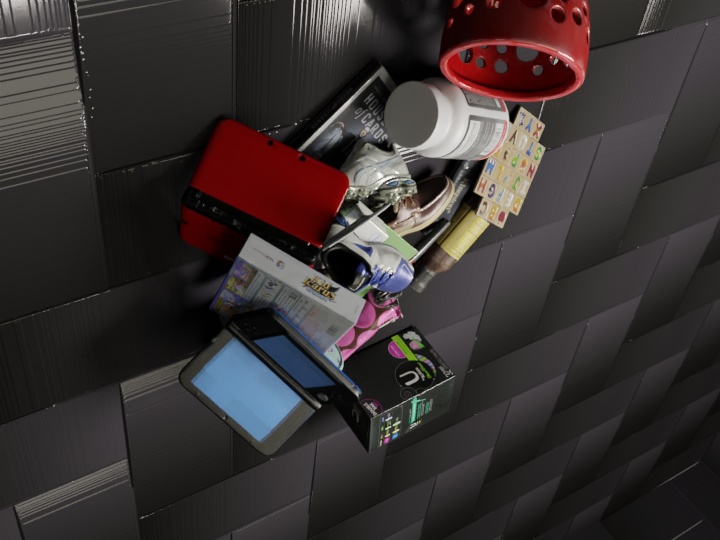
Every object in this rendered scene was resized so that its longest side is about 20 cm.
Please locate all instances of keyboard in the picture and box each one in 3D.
[{"bbox_3d":[-0.003,-0.064,1.230,0.056,0.011,0.200,-25,-174,20],"label":"keyboard"}]

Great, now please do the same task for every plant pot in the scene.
[{"bbox_3d":[0.214,-0.350,1.181,0.200,0.199,0.185,17,79,-49],"label":"plant pot"}]

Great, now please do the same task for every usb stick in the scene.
[{"bbox_3d":[0.166,-0.146,1.514,0.055,0.033,0.201,2,126,-44],"label":"usb stick"}]

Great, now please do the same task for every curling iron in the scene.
[{"bbox_3d":[0.090,-0.012,1.507,0.200,0.049,0.026,-51,-178,-15],"label":"curling iron"}]

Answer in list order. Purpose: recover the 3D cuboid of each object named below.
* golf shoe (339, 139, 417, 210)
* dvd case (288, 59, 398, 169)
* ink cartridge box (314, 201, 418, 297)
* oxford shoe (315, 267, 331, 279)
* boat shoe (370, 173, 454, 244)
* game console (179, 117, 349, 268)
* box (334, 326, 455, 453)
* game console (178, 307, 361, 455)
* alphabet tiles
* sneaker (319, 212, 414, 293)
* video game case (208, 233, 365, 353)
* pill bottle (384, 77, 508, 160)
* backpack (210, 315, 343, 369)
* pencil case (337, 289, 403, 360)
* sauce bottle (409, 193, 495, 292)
[{"bbox_3d":[-0.009,-0.143,1.282,0.199,0.098,0.078,-8,170,-45],"label":"golf shoe"},{"bbox_3d":[-0.013,-0.199,1.305,0.200,0.025,0.150,-43,145,4],"label":"dvd case"},{"bbox_3d":[-0.012,-0.025,1.404,0.145,0.048,0.200,-38,128,17],"label":"ink cartridge box"},{"bbox_3d":[-0.070,0.019,1.346,0.200,0.070,0.075,43,69,-54],"label":"oxford shoe"},{"bbox_3d":[0.065,-0.103,1.439,0.199,0.072,0.072,-32,144,-1],"label":"boat shoe"},{"bbox_3d":[-0.137,-0.084,1.209,0.173,0.198,0.119,116,-1,-61],"label":"game console"},{"bbox_3d":[0.062,0.233,1.713,0.199,0.149,0.125,-23,142,-22],"label":"box"},{"bbox_3d":[-0.130,0.166,1.250,0.200,0.170,0.119,45,58,-21],"label":"game console"},{"bbox_3d":[0.265,-0.179,1.534,0.166,0.006,0.202,18,95,-53],"label":"alphabet tiles"},{"bbox_3d":[-0.001,0.000,1.318,0.199,0.116,0.080,32,117,-35],"label":"sneaker"},{"bbox_3d":[-0.108,0.047,1.228,0.046,0.180,0.200,-65,-171,-30],"label":"video game case"},{"bbox_3d":[0.129,-0.226,1.301,0.199,0.116,0.116,-6,133,-53],"label":"pill bottle"},{"bbox_3d":[-0.128,0.131,1.412,0.199,0.178,0.151,8,124,-37],"label":"backpack"},{"bbox_3d":[-0.020,0.109,1.556,0.200,0.094,0.091,-43,162,7],"label":"pencil case"},{"bbox_3d":[0.160,-0.047,1.587,0.200,0.065,0.065,-48,143,12],"label":"sauce bottle"}]
